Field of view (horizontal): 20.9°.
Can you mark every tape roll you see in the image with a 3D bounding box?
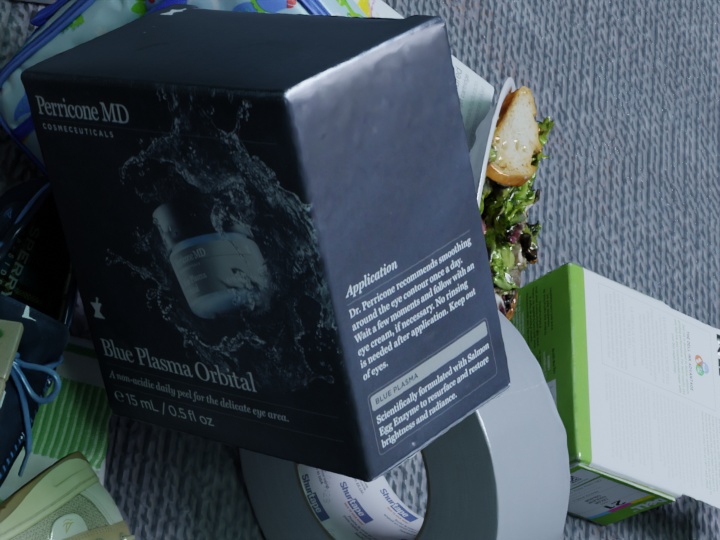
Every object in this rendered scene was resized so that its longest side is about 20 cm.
[{"bbox_3d":[0.021,0.104,1.101,0.066,0.200,0.201,-16,80,-45],"label":"tape roll"}]

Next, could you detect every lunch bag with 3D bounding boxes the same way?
[{"bbox_3d":[-0.100,-0.109,1.103,0.161,0.200,0.082,50,22,-11],"label":"lunch bag"}]

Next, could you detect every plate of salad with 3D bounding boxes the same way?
[{"bbox_3d":[0.092,-0.024,1.255,0.048,0.200,0.201,8,54,8],"label":"plate of salad"}]

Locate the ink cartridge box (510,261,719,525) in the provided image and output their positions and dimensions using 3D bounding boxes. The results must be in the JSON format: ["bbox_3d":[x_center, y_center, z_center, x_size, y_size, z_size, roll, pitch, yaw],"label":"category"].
[{"bbox_3d":[0.193,0.101,1.345,0.200,0.076,0.148,23,55,-33],"label":"ink cartridge box"}]

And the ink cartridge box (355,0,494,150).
[{"bbox_3d":[-0.021,-0.105,1.253,0.200,0.086,0.148,35,50,-25],"label":"ink cartridge box"}]

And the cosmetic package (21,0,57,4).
[{"bbox_3d":[-0.176,-0.267,1.207,0.101,0.071,0.201,-1,69,-41],"label":"cosmetic package"}]

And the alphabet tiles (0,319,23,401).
[{"bbox_3d":[-0.260,0.069,0.937,0.166,0.006,0.201,9,56,4],"label":"alphabet tiles"}]

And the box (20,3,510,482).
[{"bbox_3d":[-0.048,-0.021,0.978,0.117,0.196,0.201,-30,118,-40],"label":"box"}]

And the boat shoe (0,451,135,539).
[{"bbox_3d":[-0.189,0.163,0.952,0.063,0.073,0.201,53,40,-1],"label":"boat shoe"}]

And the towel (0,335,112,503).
[{"bbox_3d":[-0.201,0.116,1.027,0.152,0.023,0.201,19,59,-33],"label":"towel"}]

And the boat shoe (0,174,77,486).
[{"bbox_3d":[-0.191,0.029,1.013,0.084,0.069,0.201,24,56,-29],"label":"boat shoe"}]
